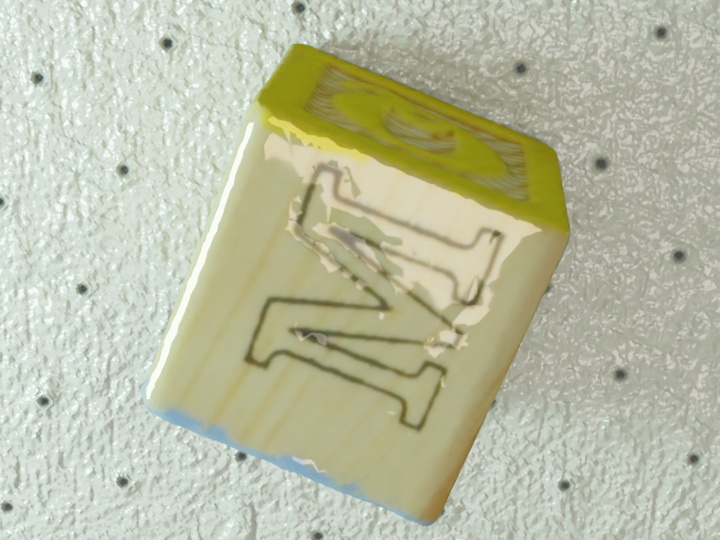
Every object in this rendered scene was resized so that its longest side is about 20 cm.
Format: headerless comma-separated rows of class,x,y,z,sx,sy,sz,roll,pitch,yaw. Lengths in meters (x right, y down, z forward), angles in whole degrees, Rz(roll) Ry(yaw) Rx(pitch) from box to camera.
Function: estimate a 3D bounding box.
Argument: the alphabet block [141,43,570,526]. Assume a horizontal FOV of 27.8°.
alphabet block,0.000,0.000,0.901,0.195,0.196,0.201,22,110,-4
